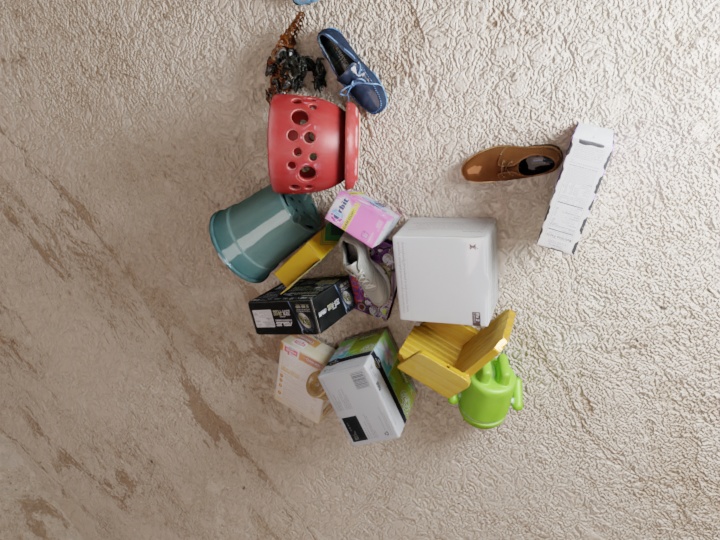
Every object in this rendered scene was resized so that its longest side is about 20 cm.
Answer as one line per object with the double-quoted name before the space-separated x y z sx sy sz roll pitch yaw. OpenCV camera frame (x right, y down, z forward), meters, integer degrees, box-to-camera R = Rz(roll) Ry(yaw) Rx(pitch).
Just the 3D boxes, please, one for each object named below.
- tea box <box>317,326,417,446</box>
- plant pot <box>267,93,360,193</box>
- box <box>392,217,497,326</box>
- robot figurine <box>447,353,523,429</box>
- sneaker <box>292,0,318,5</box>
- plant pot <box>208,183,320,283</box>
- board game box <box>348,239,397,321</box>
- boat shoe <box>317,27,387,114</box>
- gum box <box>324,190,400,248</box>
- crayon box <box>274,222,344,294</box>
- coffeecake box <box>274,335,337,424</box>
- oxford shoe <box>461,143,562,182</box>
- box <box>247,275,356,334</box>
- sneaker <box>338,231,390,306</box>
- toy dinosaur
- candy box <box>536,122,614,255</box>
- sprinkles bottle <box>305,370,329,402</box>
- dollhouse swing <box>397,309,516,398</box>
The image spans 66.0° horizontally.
"tea box" 0.025 0.277 1.345 0.133 0.197 0.201 -19 105 25
"plant pot" -0.091 -0.261 1.152 0.181 0.201 0.202 0 115 -2
"box" 0.187 -0.002 1.191 0.199 0.131 0.200 3 113 22
"robot figurine" 0.289 0.281 1.272 0.174 0.116 0.201 4 126 0
"sneaker" -0.142 -0.623 1.091 0.089 0.078 0.201 -13 106 31
"plant pot" -0.211 -0.104 1.295 0.195 0.200 0.201 -31 98 22
"board game box" 0.036 0.015 1.327 0.119 0.032 0.201 23 120 17
"boat shoe" -0.027 -0.402 1.142 0.200 0.069 0.084 48 122 -2
"gum box" 0.012 -0.115 1.183 0.113 0.200 0.066 32 104 6
"crayon box" -0.115 -0.036 1.266 0.051 0.200 0.127 48 122 -6
"coffeecake box" -0.141 0.284 1.484 0.153 0.073 0.201 24 120 23
"oxford shoe" 0.290 -0.209 1.091 0.199 0.071 0.072 -6 111 27
"box" -0.140 0.083 1.337 0.199 0.164 0.087 -5 107 32
"sneaker" 0.000 0.000 1.265 0.075 0.092 0.201 -19 103 31
"toy dinosaur" -0.152 -0.436 1.174 0.135 0.102 0.201 37 145 24
"candy box" 0.394 -0.152 1.012 0.071 0.168 0.201 19 119 17
"sprinkles bottle" -0.056 0.305 1.400 0.068 0.200 0.069 -13 63 27
"dollhouse swing" 0.208 0.139 1.203 0.181 0.200 0.177 30 122 9
